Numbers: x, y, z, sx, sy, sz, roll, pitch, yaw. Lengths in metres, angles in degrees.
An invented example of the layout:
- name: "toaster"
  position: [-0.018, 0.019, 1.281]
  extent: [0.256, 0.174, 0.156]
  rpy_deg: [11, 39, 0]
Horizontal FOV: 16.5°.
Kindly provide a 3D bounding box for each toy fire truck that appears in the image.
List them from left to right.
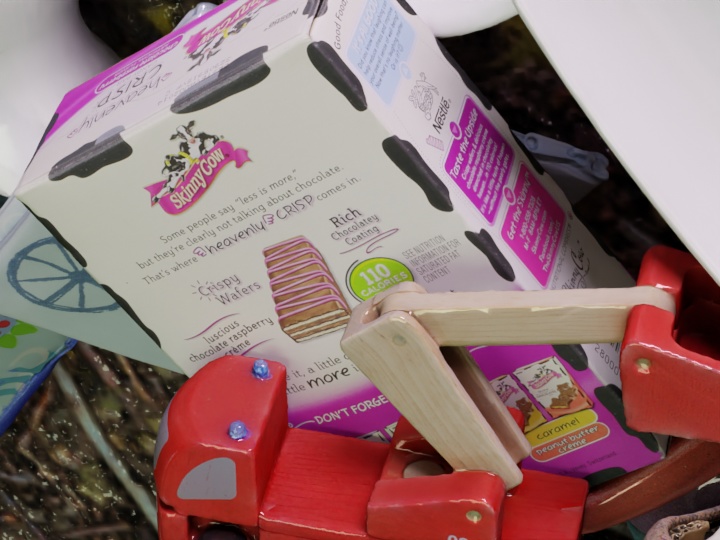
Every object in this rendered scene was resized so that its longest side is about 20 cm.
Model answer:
- name: "toy fire truck"
  position: [0.028, 0.050, 0.803]
  extent: [0.199, 0.049, 0.142]
  rpy_deg: [10, 132, 10]

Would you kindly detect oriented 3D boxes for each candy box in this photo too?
- name: "candy box"
  position: [0.000, 0.000, 0.843]
  extent: [0.136, 0.061, 0.200]
  rpy_deg: [-24, 121, 33]

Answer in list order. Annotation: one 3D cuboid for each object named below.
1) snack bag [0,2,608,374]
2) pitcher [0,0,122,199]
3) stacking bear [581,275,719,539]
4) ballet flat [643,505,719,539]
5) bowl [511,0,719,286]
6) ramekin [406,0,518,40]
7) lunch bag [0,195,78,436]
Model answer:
- name: "snack bag"
  position: [-0.035, -0.019, 0.948]
  extent: [0.188, 0.022, 0.200]
  rpy_deg: [19, 138, -25]
- name: "pitcher"
  position: [-0.171, -0.144, 0.930]
  extent: [0.171, 0.121, 0.201]
  rpy_deg: [26, 146, 30]
- name: "stacking bear"
  position: [0.162, 0.102, 0.928]
  extent: [0.113, 0.122, 0.200]
  rpy_deg: [-26, 119, 23]
- name: "ballet flat"
  position: [0.162, 0.083, 0.790]
  extent: [0.068, 0.199, 0.068]
  rpy_deg: [40, 134, 36]
- name: "bowl"
  position: [0.152, -0.080, 0.680]
  extent: [0.200, 0.075, 0.199]
  rpy_deg: [51, 140, -5]
- name: "ramekin"
  position: [0.010, -0.185, 0.798]
  extent: [0.199, 0.098, 0.201]
  rpy_deg: [15, 130, 18]
- name: "lunch bag"
  position: [-0.227, 0.005, 1.065]
  extent: [0.199, 0.128, 0.170]
  rpy_deg: [31, 132, -13]
